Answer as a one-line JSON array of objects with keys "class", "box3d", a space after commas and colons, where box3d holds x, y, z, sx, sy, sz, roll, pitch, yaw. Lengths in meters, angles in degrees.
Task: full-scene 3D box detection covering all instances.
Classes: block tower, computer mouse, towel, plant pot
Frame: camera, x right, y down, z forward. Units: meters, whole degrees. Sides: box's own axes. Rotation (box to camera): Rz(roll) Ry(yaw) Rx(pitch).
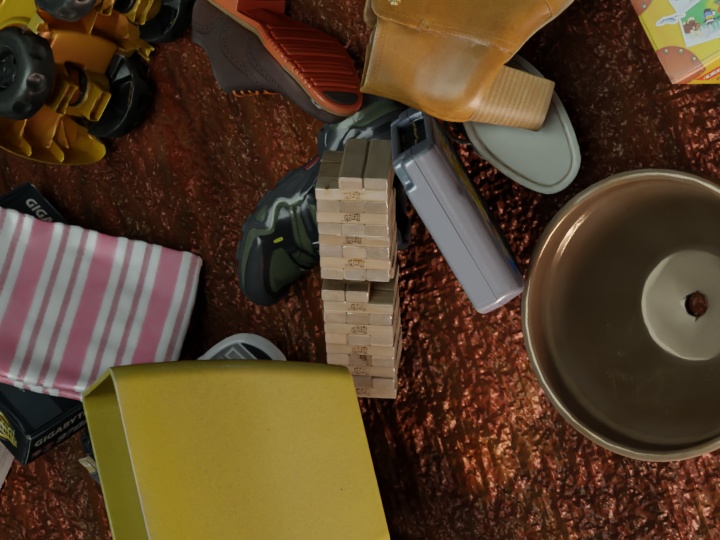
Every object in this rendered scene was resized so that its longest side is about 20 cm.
[{"class": "block tower", "box3d": [0.000, 0.000, 1.617, 0.054, 0.058, 0.201, 3, 126, 7]}, {"class": "computer mouse", "box3d": [-0.130, 0.119, 1.752, 0.200, 0.044, 0.110, -41, 101, 20]}, {"class": "towel", "box3d": [-0.233, 0.028, 1.721, 0.199, 0.030, 0.147, 14, 61, -4]}, {"class": "plant pot", "box3d": [0.220, 0.027, 1.528, 0.200, 0.093, 0.202, 3, 96, 28]}, {"class": "plant pot", "box3d": [-0.088, 0.158, 1.600, 0.176, 0.200, 0.201, -13, 84, -15]}]

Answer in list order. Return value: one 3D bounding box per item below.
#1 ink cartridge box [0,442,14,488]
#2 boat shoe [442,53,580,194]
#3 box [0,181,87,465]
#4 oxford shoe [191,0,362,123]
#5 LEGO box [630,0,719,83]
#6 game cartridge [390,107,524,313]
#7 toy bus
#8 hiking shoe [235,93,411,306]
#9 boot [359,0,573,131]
[{"class": "ink cartridge box", "box3d": [-0.388, 0.115, 1.810, 0.144, 0.200, 0.146, 35, 110, 21]}, {"class": "boat shoe", "box3d": [0.085, -0.131, 1.600, 0.200, 0.062, 0.075, 42, 88, 11]}, {"class": "box", "box3d": [-0.269, 0.040, 1.763, 0.200, 0.159, 0.046, 46, 145, 18]}, {"class": "oxford shoe", "box3d": [-0.066, -0.157, 1.669, 0.200, 0.071, 0.073, 48, 123, 43]}, {"class": "LEGO box", "box3d": [0.295, -0.203, 1.432, 0.200, 0.149, 0.077, -31, 80, 28]}, {"class": "game cartridge", "box3d": [0.067, -0.041, 1.528, 0.040, 0.200, 0.134, -27, 102, 6]}, {"class": "toy bus", "box3d": [-0.249, -0.214, 1.757, 0.192, 0.135, 0.200, 44, 112, 36]}, {"class": "hiking shoe", "box3d": [-0.016, -0.038, 1.662, 0.101, 0.076, 0.200, 45, 113, 21]}, {"class": "boot", "box3d": [0.080, -0.204, 1.541, 0.143, 0.071, 0.202, 16, 80, -8]}]
